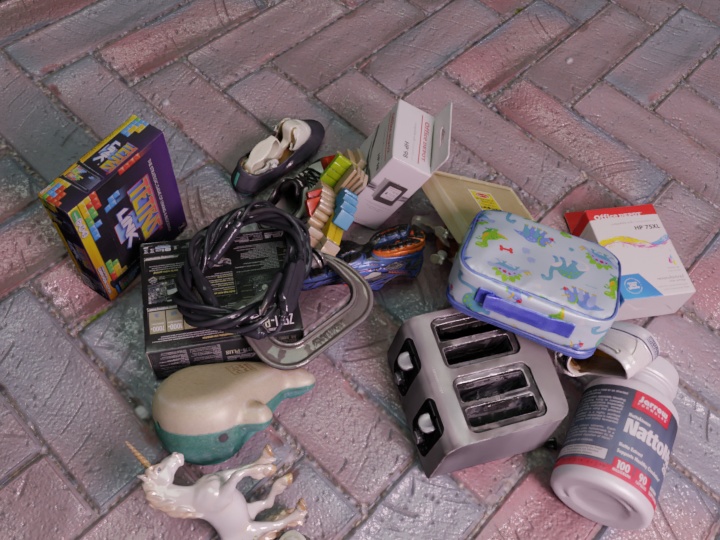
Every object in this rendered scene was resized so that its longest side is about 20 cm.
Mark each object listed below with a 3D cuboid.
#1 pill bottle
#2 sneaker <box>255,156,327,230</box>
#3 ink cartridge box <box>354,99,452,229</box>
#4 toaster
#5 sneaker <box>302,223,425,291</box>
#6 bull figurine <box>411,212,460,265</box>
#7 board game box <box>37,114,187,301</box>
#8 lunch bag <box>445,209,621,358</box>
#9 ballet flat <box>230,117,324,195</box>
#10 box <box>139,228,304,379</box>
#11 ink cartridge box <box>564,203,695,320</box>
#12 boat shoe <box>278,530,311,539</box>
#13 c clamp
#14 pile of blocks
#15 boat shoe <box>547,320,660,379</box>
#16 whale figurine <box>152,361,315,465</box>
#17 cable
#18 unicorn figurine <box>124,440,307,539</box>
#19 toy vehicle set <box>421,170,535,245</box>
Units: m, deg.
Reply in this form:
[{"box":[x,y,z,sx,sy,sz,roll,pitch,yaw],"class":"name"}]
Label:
[{"box":[0.324,0.201,0.841,0.119,0.120,0.200,27,59,11],"class":"pill bottle"},{"box":[-0.085,-0.114,1.018,0.075,0.088,0.200,26,58,13],"class":"sneaker"},{"box":[0.049,-0.163,0.990,0.066,0.200,0.116,21,54,-20],"class":"ink cartridge box"},{"box":[0.151,0.147,0.860,0.199,0.119,0.182,-11,60,-12],"class":"toaster"},{"box":[0.000,0.000,0.964,0.199,0.079,0.076,-13,34,6],"class":"sneaker"},{"box":[0.151,-0.023,0.978,0.200,0.065,0.121,40,25,11],"class":"bull figurine"},{"box":[-0.318,-0.078,0.905,0.057,0.200,0.166,31,60,15],"class":"board game box"},{"box":[0.211,0.013,0.830,0.199,0.083,0.161,20,39,8],"class":"lunch bag"},{"box":[-0.126,-0.196,1.076,0.073,0.073,0.200,37,61,17],"class":"ballet flat"},{"box":[-0.185,0.041,0.910,0.199,0.086,0.165,-8,59,-12],"class":"box"},{"box":[0.400,-0.030,1.025,0.115,0.067,0.201,-7,58,-10],"class":"ink cartridge box"},{"box":[-0.041,0.381,0.728,0.060,0.072,0.202,23,34,-46],"class":"boat shoe"},{"box":[-0.090,0.035,0.858,0.199,0.027,0.171,-29,66,-21],"class":"c clamp"},{"box":[-0.041,-0.110,0.957,0.062,0.082,0.201,31,48,-25],"class":"pile of blocks"},{"box":[0.282,0.102,0.872,0.070,0.200,0.071,-36,110,-21],"class":"boat shoe"},{"box":[-0.153,0.170,0.835,0.199,0.105,0.159,-14,20,-37],"class":"whale figurine"},{"box":[-0.146,-0.006,0.849,0.162,0.051,0.201,3,56,12],"class":"cable"},{"box":[-0.147,0.247,0.740,0.137,0.201,0.074,-29,19,-4],"class":"unicorn figurine"},{"box":[0.187,-0.084,0.998,0.199,0.027,0.125,5,46,-42],"class":"toy vehicle set"}]
